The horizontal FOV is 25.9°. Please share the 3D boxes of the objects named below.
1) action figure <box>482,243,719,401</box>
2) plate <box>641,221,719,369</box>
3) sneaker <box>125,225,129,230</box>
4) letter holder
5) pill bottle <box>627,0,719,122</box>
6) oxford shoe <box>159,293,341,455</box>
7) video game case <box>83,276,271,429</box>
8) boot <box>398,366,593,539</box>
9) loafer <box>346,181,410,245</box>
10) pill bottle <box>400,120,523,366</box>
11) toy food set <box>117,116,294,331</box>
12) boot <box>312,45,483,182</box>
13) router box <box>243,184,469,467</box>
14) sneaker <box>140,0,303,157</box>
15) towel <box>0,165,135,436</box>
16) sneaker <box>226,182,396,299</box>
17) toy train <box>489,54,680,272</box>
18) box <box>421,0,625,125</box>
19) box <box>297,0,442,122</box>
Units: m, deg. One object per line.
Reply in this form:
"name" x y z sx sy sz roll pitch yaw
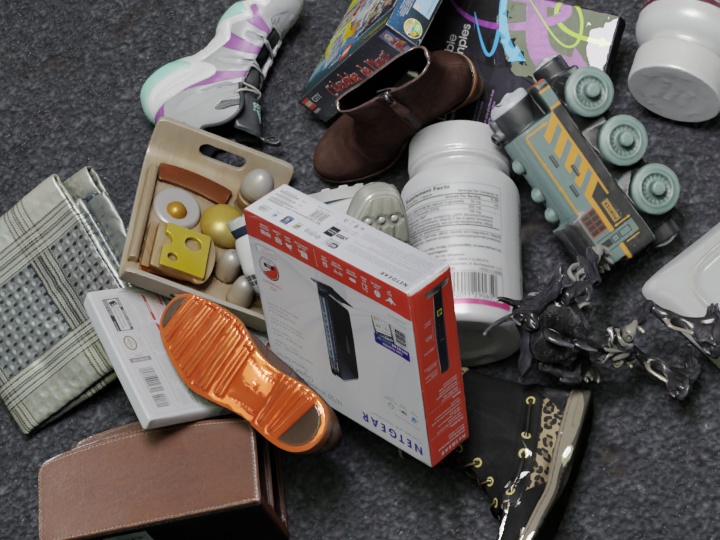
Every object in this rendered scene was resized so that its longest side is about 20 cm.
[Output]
"action figure" 0.202 0.048 1.343 0.198 0.120 0.102 15 21 -7
"plate" 0.382 0.015 1.372 0.199 0.032 0.200 -39 62 -7
"sneaker" -0.232 0.004 1.513 0.198 0.078 0.087 1 82 16
"letter holder" -0.176 0.176 1.390 0.198 0.101 0.144 -12 60 7
"pill bottle" 0.322 -0.248 1.470 0.108 0.110 0.202 15 68 20
"oxford shoe" -0.096 0.095 1.352 0.200 0.073 0.071 41 92 25
"video game case" -0.133 0.067 1.408 0.198 0.018 0.144 -8 53 -36
"boot" 0.103 0.172 1.338 0.149 0.073 0.201 17 66 19
"loafer" 0.000 0.000 1.383 0.069 0.202 0.070 -5 42 -19
"pill bottle" 0.091 -0.026 1.415 0.112 0.114 0.202 -4 63 11
"toy food set" -0.137 -0.046 1.449 0.142 0.061 0.201 20 45 -15
"boot" 0.009 -0.147 1.440 0.199 0.166 0.073 -28 78 22
"router box" -0.003 0.044 1.301 0.049 0.181 0.199 -34 42 -31
"sneaker" -0.110 -0.182 1.567 0.200 0.078 0.140 -41 64 3
"towel" -0.288 0.027 1.471 0.199 0.034 0.194 -34 77 14
"sneaker" -0.035 -0.030 1.441 0.199 0.076 0.081 -17 84 -41
"toy train" 0.202 -0.093 1.409 0.114 0.085 0.201 -36 93 -9
"box" 0.140 -0.193 1.502 0.198 0.036 0.145 15 92 21
"box" 0.021 -0.236 1.489 0.038 0.200 0.138 33 64 -15
